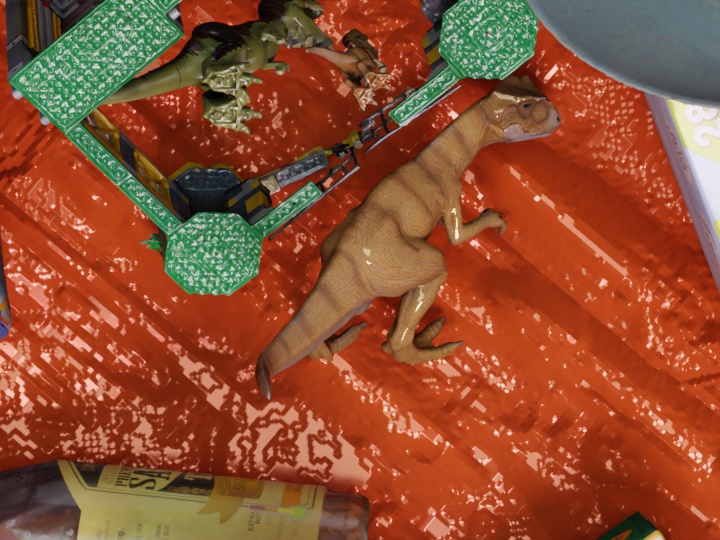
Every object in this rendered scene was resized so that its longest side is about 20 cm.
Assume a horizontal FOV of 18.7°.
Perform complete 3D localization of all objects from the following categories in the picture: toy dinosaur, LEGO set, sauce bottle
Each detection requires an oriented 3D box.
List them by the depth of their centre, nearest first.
[{"bbox_3d":[0.000,0.000,0.797,0.060,0.106,0.200,26,53,19],"label":"toy dinosaur"},{"bbox_3d":[-0.039,-0.102,0.815,0.154,0.116,0.200,36,110,-27],"label":"LEGO set"},{"bbox_3d":[-0.097,0.104,0.823,0.200,0.066,0.066,7,90,0],"label":"sauce bottle"}]

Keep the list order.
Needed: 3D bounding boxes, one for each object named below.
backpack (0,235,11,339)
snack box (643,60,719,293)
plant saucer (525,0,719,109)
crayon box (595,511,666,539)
[{"bbox_3d":[-0.198,-0.072,0.778,0.134,0.183,0.200,-4,78,-7],"label":"backpack"},{"bbox_3d":[0.220,-0.038,0.785,0.200,0.068,0.169,-23,112,5],"label":"snack box"},{"bbox_3d":[0.149,-0.125,0.736,0.201,0.039,0.201,-10,55,14],"label":"plant saucer"},{"bbox_3d":[0.114,0.207,0.820,0.119,0.058,0.200,-34,89,1],"label":"crayon box"}]
